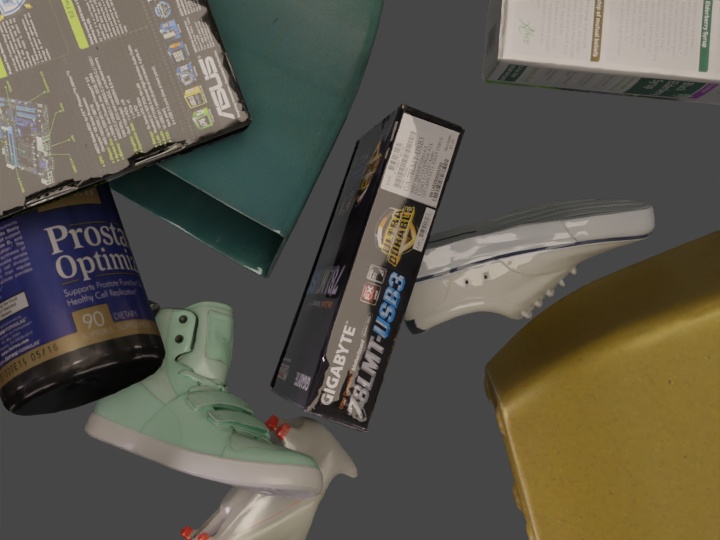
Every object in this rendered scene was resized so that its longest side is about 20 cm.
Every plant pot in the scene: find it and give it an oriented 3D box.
[{"bbox_3d":[0.194,0.103,0.998,0.199,0.196,0.196,-15,99,3],"label":"plant pot"},{"bbox_3d":[-0.071,-0.125,1.026,0.141,0.141,0.201,30,75,-2],"label":"plant pot"}]

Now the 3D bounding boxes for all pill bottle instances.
[{"bbox_3d":[-0.210,-0.014,0.973,0.111,0.112,0.201,-20,79,-5],"label":"pill bottle"}]

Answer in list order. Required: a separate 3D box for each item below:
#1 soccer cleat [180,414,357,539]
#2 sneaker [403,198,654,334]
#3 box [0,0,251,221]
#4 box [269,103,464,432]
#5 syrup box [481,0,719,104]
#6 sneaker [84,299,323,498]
[{"bbox_3d":[-0.082,0.194,1.043,0.077,0.069,0.200,40,88,-18],"label":"soccer cleat"},{"bbox_3d":[0.118,-0.004,1.070,0.198,0.073,0.071,-13,104,1],"label":"sneaker"},{"bbox_3d":[-0.189,-0.148,0.899,0.192,0.048,0.201,-22,94,-8],"label":"box"},{"bbox_3d":[0.000,0.000,0.989,0.049,0.200,0.200,21,87,-8],"label":"box"},{"bbox_3d":[0.194,-0.173,1.071,0.198,0.079,0.082,6,87,-4],"label":"syrup box"},{"bbox_3d":[-0.097,0.082,1.004,0.199,0.074,0.119,14,80,35],"label":"sneaker"}]
